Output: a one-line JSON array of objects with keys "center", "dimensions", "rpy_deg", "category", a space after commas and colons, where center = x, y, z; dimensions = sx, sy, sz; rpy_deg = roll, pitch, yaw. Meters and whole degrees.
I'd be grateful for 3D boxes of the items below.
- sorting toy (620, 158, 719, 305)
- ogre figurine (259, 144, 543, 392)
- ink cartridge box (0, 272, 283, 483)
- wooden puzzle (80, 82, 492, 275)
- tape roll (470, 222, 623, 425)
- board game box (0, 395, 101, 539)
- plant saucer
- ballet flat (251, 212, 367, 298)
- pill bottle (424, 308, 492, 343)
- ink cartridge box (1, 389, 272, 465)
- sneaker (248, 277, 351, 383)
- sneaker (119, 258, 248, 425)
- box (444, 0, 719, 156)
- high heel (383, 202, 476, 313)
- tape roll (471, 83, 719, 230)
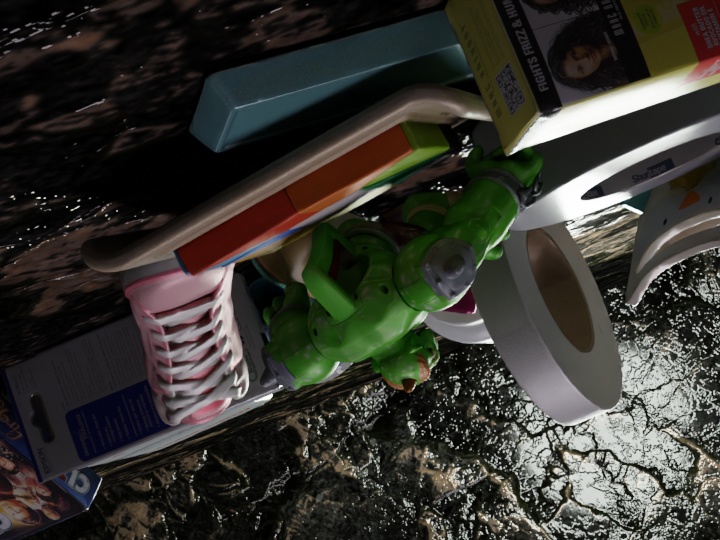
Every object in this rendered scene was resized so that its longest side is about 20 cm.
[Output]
[{"center": [0.259, -0.049, 0.895], "dimensions": [0.200, 0.107, 0.180], "rpy_deg": [-30, -162, 40], "category": "sorting toy"}, {"center": [0.010, 0.007, 0.697], "dimensions": [0.200, 0.098, 0.120], "rpy_deg": [-12, -157, 22], "category": "ogre figurine"}, {"center": [-0.165, 0.082, 0.940], "dimensions": [0.200, 0.095, 0.037], "rpy_deg": [-22, 172, 3], "category": "ink cartridge box"}, {"center": [-0.021, -0.043, 0.642], "dimensions": [0.200, 0.037, 0.185], "rpy_deg": [-23, 180, 15], "category": "wooden puzzle"}, {"center": [0.143, 0.021, 0.963], "dimensions": [0.037, 0.203, 0.203], "rpy_deg": [-26, 170, 24], "category": "tape roll"}, {"center": [-0.330, 0.174, 1.016], "dimensions": [0.200, 0.136, 0.035], "rpy_deg": [-27, -149, 31], "category": "board game box"}, {"center": [0.021, -0.095, 0.564], "dimensions": [0.200, 0.019, 0.070], "rpy_deg": [-20, 172, -18], "category": "plant saucer"}, {"center": [0.000, 0.000, 0.849], "dimensions": [0.063, 0.069, 0.200], "rpy_deg": [-39, 153, 15], "category": "ballet flat"}, {"center": [0.104, 0.009, 1.092], "dimensions": [0.111, 0.111, 0.200], "rpy_deg": [-23, 171, 12], "category": "pill bottle"}, {"center": [-0.192, 0.112, 1.099], "dimensions": [0.146, 0.083, 0.200], "rpy_deg": [-25, 170, 20], "category": "ink cartridge box"}, {"center": [-0.066, 0.034, 1.025], "dimensions": [0.074, 0.082, 0.200], "rpy_deg": [-41, -161, -19], "category": "sneaker"}, {"center": [-0.110, 0.045, 0.821], "dimensions": [0.075, 0.105, 0.200], "rpy_deg": [-17, 170, -13], "category": "sneaker"}, {"center": [0.142, -0.118, 0.534], "dimensions": [0.200, 0.075, 0.050], "rpy_deg": [-18, 171, -16], "category": "box"}, {"center": [0.023, 0.016, 0.988], "dimensions": [0.067, 0.096, 0.200], "rpy_deg": [-15, 169, -38], "category": "high heel"}, {"center": [0.174, -0.094, 0.782], "dimensions": [0.200, 0.066, 0.200], "rpy_deg": [-22, 172, -3], "category": "tape roll"}]
